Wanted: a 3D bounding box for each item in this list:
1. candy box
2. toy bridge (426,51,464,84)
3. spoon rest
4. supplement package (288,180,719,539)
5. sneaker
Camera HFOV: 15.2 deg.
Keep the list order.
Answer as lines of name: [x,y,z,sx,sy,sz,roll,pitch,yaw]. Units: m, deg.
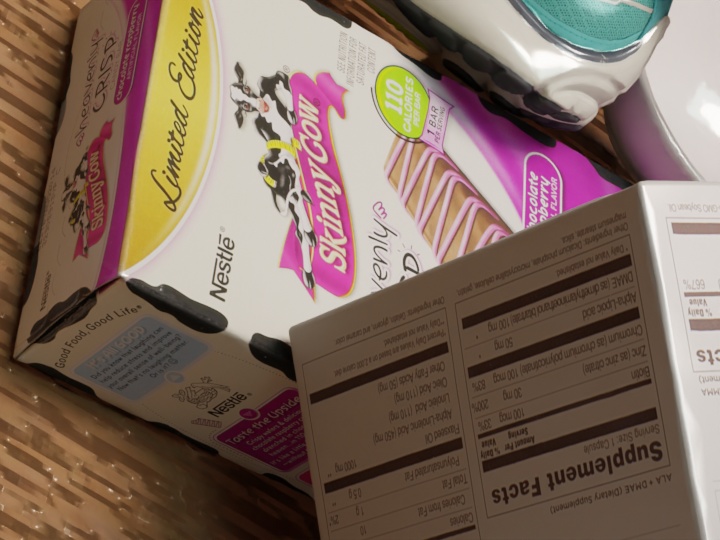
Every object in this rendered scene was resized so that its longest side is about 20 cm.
candy box: [0.000,0.000,0.836,0.199,0.061,0.137,27,49,-27]
toy bridge: [0.006,-0.162,0.971,0.067,0.027,0.201,-25,83,-50]
spoon rest: [0.098,-0.094,0.932,0.099,0.061,0.200,-7,62,-55]
supplement package: [0.109,0.050,0.748,0.199,0.156,0.111,0,75,-37]
sneaker: [0.015,-0.127,0.884,0.200,0.078,0.080,37,84,10]
